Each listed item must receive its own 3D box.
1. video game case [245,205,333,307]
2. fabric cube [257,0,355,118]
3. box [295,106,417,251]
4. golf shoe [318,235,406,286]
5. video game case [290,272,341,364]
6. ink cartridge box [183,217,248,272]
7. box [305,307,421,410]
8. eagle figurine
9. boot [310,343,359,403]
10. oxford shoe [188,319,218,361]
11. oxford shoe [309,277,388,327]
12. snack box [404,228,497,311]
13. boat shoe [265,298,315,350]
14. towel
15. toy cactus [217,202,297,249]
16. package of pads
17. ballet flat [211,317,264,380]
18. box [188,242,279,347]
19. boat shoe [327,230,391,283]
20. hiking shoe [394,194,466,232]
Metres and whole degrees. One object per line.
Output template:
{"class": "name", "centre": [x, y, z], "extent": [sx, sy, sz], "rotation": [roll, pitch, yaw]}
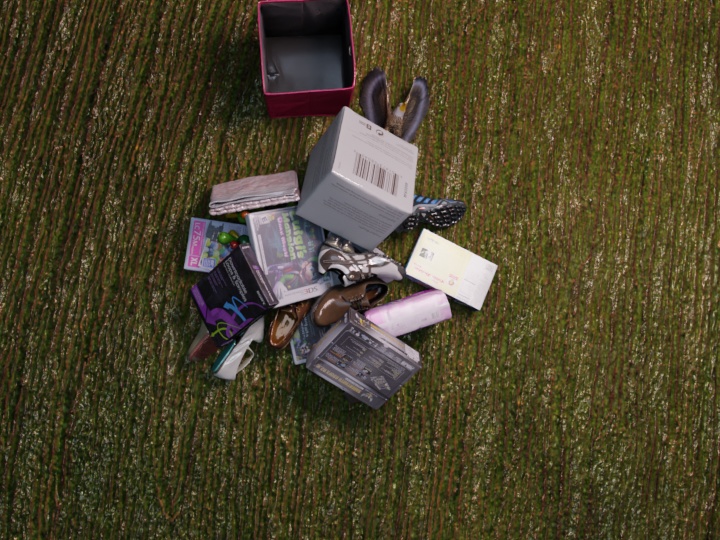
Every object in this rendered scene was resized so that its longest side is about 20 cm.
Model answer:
{"class": "video game case", "centre": [-0.148, -0.034, 1.454], "extent": [0.180, 0.023, 0.203], "rotation": [-14, 94, -39]}
{"class": "fabric cube", "centre": [-0.119, -0.461, 1.488], "extent": [0.196, 0.199, 0.200], "rotation": [-4, 87, -4]}
{"class": "box", "centre": [-0.005, -0.192, 1.442], "extent": [0.197, 0.171, 0.202], "rotation": [25, 50, -20]}
{"class": "golf shoe", "centre": [0.000, 0.000, 1.466], "extent": [0.197, 0.078, 0.096], "rotation": [18, 74, -2]}
{"class": "video game case", "centre": [-0.086, 0.098, 1.557], "extent": [0.179, 0.023, 0.203], "rotation": [-13, 90, -5]}
{"class": "ink cartridge box", "centre": [-0.295, -0.048, 1.538], "extent": [0.197, 0.042, 0.121], "rotation": [8, 86, -6]}
{"class": "box", "centre": [0.007, 0.192, 1.434], "extent": [0.199, 0.049, 0.159], "rotation": [33, 117, -19]}
{"class": "eagle figurine", "centre": [0.077, -0.354, 1.551], "extent": [0.151, 0.149, 0.203], "rotation": [38, 47, -40]}
{"class": "boot", "centre": [-0.001, 0.209, 1.517], "extent": [0.145, 0.070, 0.201], "rotation": [-32, 115, 10]}
{"class": "oxford shoe", "centre": [-0.328, 0.116, 1.526], "extent": [0.074, 0.071, 0.201], "rotation": [39, 88, 26]}
{"class": "oxford shoe", "centre": [-0.022, 0.066, 1.473], "extent": [0.199, 0.084, 0.074], "rotation": [-30, 113, -26]}
{"class": "snack box", "centre": [0.208, 0.000, 1.569], "extent": [0.198, 0.037, 0.117], "rotation": [26, 78, -3]}
{"class": "boat shoe", "centre": [-0.151, 0.087, 1.505], "extent": [0.071, 0.068, 0.202], "rotation": [27, 85, -3]}
{"class": "towel", "centre": [-0.233, -0.174, 1.477], "extent": [0.197, 0.191, 0.033], "rotation": [-10, 111, -5]}
{"class": "toy cactus", "centre": [-0.210, -0.082, 1.491], "extent": [0.199, 0.102, 0.167], "rotation": [-30, 103, -31]}
{"class": "package of pads", "centre": [0.094, 0.103, 1.510], "extent": [0.197, 0.120, 0.077], "rotation": [-17, 92, -12]}
{"class": "ballet flat", "centre": [-0.260, 0.161, 1.526], "extent": [0.069, 0.069, 0.202], "rotation": [33, 90, -2]}
{"class": "box", "centre": [-0.269, 0.055, 1.417], "extent": [0.199, 0.036, 0.144], "rotation": [-37, 78, 32]}
{"class": "boat shoe", "centre": [0.005, -0.049, 1.543], "extent": [0.198, 0.069, 0.074], "rotation": [34, 124, -21]}
{"class": "hiking shoe", "centre": [0.152, -0.149, 1.557], "extent": [0.197, 0.075, 0.087], "rotation": [-7, 50, -21]}
